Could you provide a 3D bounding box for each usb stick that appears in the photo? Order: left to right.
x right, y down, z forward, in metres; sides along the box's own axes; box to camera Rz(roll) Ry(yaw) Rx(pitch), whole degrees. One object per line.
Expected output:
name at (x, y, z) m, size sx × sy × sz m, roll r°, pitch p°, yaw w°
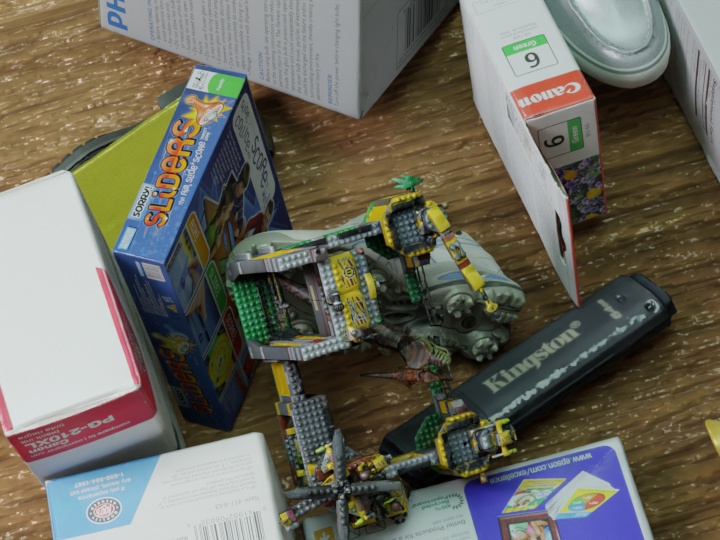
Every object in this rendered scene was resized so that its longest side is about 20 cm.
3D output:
usb stick at (0.102, 0.067, 1.461) m, size 0.200 × 0.033 × 0.055 m, roll -33°, pitch 30°, yaw -13°

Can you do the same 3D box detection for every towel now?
towel at (-0.160, -0.029, 1.516) m, size 0.200 × 0.086 × 0.018 m, roll -35°, pitch 22°, yaw 1°

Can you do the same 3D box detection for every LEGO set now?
LEGO set at (0.014, 0.048, 1.341) m, size 0.154 × 0.116 × 0.200 m, roll -7°, pitch 91°, yaw -20°

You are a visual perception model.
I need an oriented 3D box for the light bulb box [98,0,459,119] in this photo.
light bulb box at (-0.042, -0.228, 1.585) m, size 0.200 × 0.125 × 0.198 m, roll 21°, pitch 47°, yaw 20°

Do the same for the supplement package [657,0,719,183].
supplement package at (0.269, -0.118, 1.511) m, size 0.114 × 0.110 × 0.200 m, roll -20°, pitch 58°, yaw -5°

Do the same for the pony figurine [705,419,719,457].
pony figurine at (0.318, 0.119, 1.353) m, size 0.200 × 0.167 × 0.193 m, roll -26°, pitch 50°, yaw 10°

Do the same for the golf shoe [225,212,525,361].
golf shoe at (0.000, 0.000, 1.468) m, size 0.200 × 0.078 × 0.097 m, roll 12°, pitch 35°, yaw -31°

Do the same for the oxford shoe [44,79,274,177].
oxford shoe at (-0.143, -0.047, 1.549) m, size 0.200 × 0.073 × 0.084 m, roll -35°, pitch 68°, yaw -11°

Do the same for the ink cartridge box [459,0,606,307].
ink cartridge box at (0.118, -0.087, 1.499) m, size 0.050 × 0.109 × 0.200 m, roll -19°, pitch 50°, yaw -5°

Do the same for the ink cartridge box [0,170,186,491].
ink cartridge box at (-0.166, 0.055, 1.405) m, size 0.084 × 0.200 × 0.145 m, roll -20°, pitch 66°, yaw -2°

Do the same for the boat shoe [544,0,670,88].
boat shoe at (0.134, -0.207, 1.523) m, size 0.070 × 0.072 × 0.201 m, roll -25°, pitch 65°, yaw -5°

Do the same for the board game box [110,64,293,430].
board game box at (-0.088, -0.010, 1.441) m, size 0.034 × 0.200 × 0.135 m, roll 13°, pitch 61°, yaw 17°

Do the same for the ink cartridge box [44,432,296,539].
ink cartridge box at (-0.091, 0.217, 1.347) m, size 0.129 × 0.125 × 0.200 m, roll -12°, pitch 59°, yaw 0°

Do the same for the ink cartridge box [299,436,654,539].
ink cartridge box at (0.081, 0.210, 1.376) m, size 0.198 × 0.043 × 0.200 m, roll -14°, pitch 56°, yaw -1°
